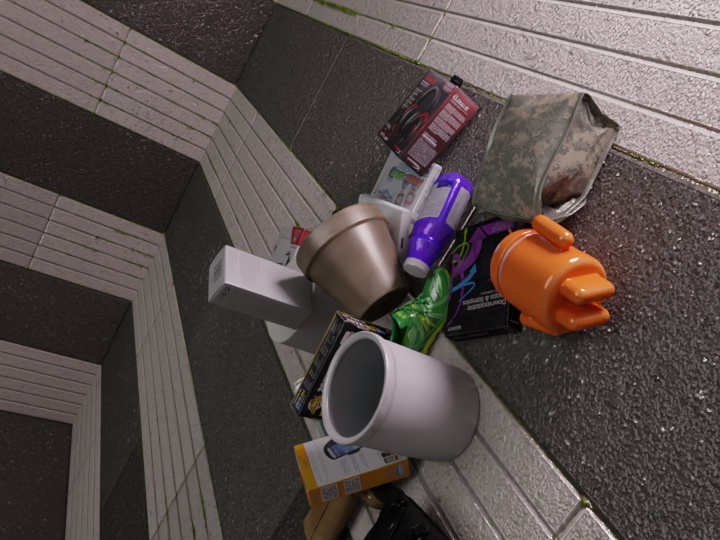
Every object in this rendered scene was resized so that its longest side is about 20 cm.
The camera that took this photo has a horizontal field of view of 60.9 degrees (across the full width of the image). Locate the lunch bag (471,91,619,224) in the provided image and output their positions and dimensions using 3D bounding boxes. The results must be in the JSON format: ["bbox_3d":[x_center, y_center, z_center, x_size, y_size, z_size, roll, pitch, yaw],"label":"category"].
[{"bbox_3d":[0.275,-0.163,0.952,0.164,0.117,0.202,24,87,58],"label":"lunch bag"}]

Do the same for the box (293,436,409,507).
[{"bbox_3d":[-0.006,0.323,1.050,0.119,0.197,0.042,-129,30,-63],"label":"box"}]

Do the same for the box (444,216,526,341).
[{"bbox_3d":[0.209,0.012,1.024,0.142,0.036,0.203,-19,57,52],"label":"box"}]

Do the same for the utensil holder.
[{"bbox_3d":[0.064,0.207,0.970,0.169,0.198,0.172,-34,44,41],"label":"utensil holder"}]

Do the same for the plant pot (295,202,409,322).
[{"bbox_3d":[0.000,0.000,1.187,0.200,0.199,0.174,-47,65,30],"label":"plant pot"}]

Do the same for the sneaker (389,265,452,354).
[{"bbox_3d":[0.103,0.084,1.097,0.074,0.083,0.202,33,98,59],"label":"sneaker"}]

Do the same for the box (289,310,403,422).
[{"bbox_3d":[-0.018,0.193,1.145,0.202,0.158,0.049,-64,31,8],"label":"box"}]

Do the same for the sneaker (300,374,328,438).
[{"bbox_3d":[-0.055,0.281,1.233,0.079,0.072,0.201,-28,57,4],"label":"sneaker"}]

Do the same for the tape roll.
[{"bbox_3d":[-0.100,0.081,1.363,0.202,0.138,0.205,-36,43,43],"label":"tape roll"}]

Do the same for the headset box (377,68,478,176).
[{"bbox_3d":[0.143,-0.318,1.273,0.200,0.075,0.149,-49,33,14],"label":"headset box"}]

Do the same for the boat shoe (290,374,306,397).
[{"bbox_3d":[-0.051,0.190,1.214,0.200,0.072,0.069,-41,70,-3],"label":"boat shoe"}]

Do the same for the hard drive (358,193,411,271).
[{"bbox_3d":[0.044,-0.081,1.304,0.200,0.026,0.134,-148,60,-60],"label":"hard drive"}]

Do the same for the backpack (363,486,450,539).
[{"bbox_3d":[0.053,0.460,0.905,0.200,0.154,0.163,-48,32,-8],"label":"backpack"}]

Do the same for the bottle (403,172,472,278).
[{"bbox_3d":[0.138,-0.083,1.126,0.083,0.065,0.202,-13,47,59],"label":"bottle"}]

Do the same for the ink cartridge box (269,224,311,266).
[{"bbox_3d":[-0.177,-0.007,1.593,0.146,0.082,0.202,13,82,58],"label":"ink cartridge box"}]

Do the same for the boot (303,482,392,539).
[{"bbox_3d":[-0.025,0.433,1.105,0.202,0.066,0.175,-62,22,11],"label":"boot"}]

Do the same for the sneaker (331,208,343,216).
[{"bbox_3d":[-0.041,-0.052,1.383,0.201,0.075,0.117,-75,-15,-62],"label":"sneaker"}]

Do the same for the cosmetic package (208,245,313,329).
[{"bbox_3d":[-0.196,0.036,1.212,0.074,0.198,0.103,-44,38,33],"label":"cosmetic package"}]

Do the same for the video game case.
[{"bbox_3d":[0.082,-0.165,1.344,0.184,0.024,0.200,-64,31,8],"label":"video game case"}]

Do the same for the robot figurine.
[{"bbox_3d":[0.261,0.013,0.864,0.117,0.144,0.200,-43,34,-1],"label":"robot figurine"}]
